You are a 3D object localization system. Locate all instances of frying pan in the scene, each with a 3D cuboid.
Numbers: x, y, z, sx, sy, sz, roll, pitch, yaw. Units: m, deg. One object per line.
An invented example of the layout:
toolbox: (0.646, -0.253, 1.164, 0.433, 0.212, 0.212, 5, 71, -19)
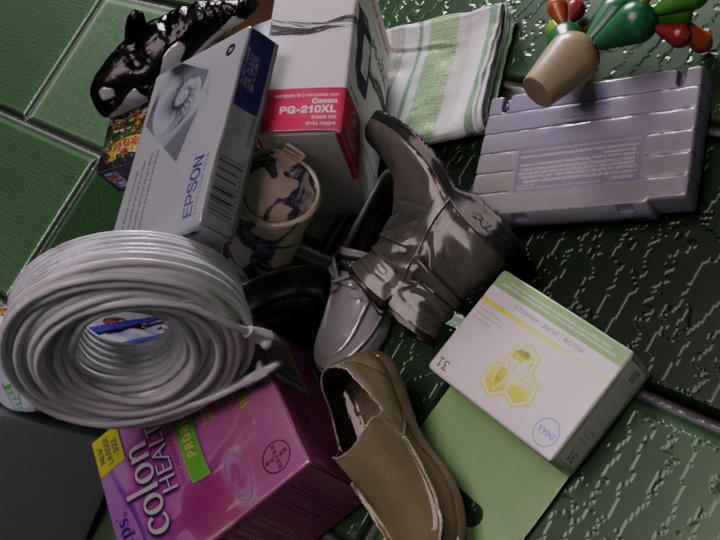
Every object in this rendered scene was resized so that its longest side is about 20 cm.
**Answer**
frying pan: (-0.110, 0.051, 1.009, 0.190, 0.115, 0.031, -33, 65, 19)

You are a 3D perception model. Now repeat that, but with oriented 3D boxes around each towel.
towel: (0.053, -0.192, 1.083, 0.200, 0.031, 0.149, -2, 62, 37)

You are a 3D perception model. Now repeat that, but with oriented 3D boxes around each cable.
cable: (-0.187, 0.049, 0.870, 0.200, 0.200, 0.069, -29, 44, 17)

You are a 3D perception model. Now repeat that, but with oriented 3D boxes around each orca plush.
orca plush: (-0.199, -0.229, 1.071, 0.200, 0.071, 0.105, -20, 51, 21)

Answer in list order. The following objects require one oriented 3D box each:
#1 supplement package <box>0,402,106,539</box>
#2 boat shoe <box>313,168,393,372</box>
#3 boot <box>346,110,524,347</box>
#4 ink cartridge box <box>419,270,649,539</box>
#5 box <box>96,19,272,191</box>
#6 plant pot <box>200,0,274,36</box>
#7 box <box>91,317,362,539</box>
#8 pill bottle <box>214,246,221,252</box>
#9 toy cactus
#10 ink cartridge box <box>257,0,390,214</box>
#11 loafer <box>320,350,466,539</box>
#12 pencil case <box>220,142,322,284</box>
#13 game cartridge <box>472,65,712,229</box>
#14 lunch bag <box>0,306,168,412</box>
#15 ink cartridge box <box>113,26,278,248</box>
supplement package: (-0.375, 0.195, 1.084, 0.200, 0.151, 0.152, 20, 86, 43)
boat shoe: (0.000, 0.000, 0.982, 0.073, 0.065, 0.200, 9, 70, 40)
boot: (0.033, -0.039, 0.923, 0.131, 0.068, 0.200, -43, 61, 4)
ink cartridge box: (0.108, 0.117, 0.843, 0.200, 0.048, 0.145, -51, 46, -2)
box: (-0.166, -0.165, 1.082, 0.200, 0.038, 0.137, -12, 55, 28)
plant pot: (-0.107, -0.247, 1.193, 0.201, 0.093, 0.201, -21, 51, 28)
box: (-0.119, 0.174, 0.948, 0.200, 0.097, 0.176, -40, 47, 12)
pill bottle: (-0.180, -0.098, 1.150, 0.111, 0.111, 0.200, -39, 46, 12)
toy cactus: (0.204, -0.194, 0.911, 0.165, 0.102, 0.200, -43, 29, -17)
ink cartridge box: (-0.031, -0.174, 1.014, 0.084, 0.145, 0.200, 0, 63, 13)
loafer: (0.017, 0.152, 0.854, 0.076, 0.067, 0.200, -49, 51, 31)
pencil case: (-0.087, -0.033, 0.987, 0.078, 0.200, 0.090, 18, 60, -3)
game cartridge: (0.193, -0.100, 0.917, 0.200, 0.038, 0.130, -3, 67, 37)
lunch bag: (-0.279, 0.078, 1.072, 0.160, 0.200, 0.076, 17, 110, 44)
ink cartridge box: (-0.165, -0.097, 0.951, 0.200, 0.041, 0.200, -18, 53, 44)
